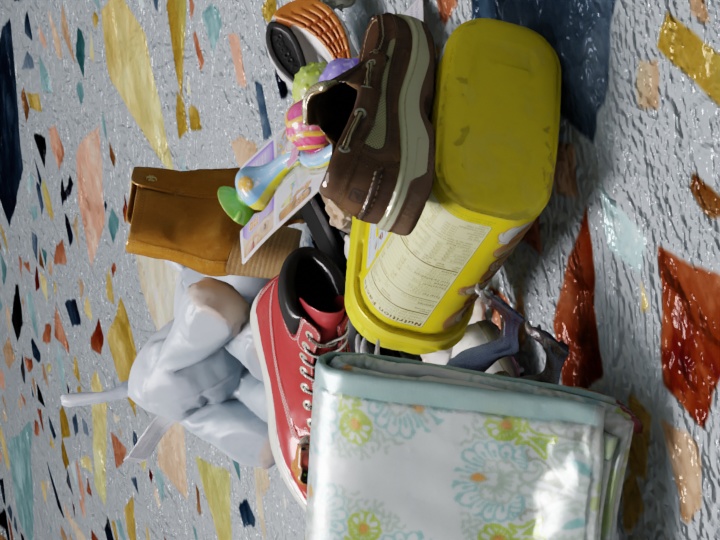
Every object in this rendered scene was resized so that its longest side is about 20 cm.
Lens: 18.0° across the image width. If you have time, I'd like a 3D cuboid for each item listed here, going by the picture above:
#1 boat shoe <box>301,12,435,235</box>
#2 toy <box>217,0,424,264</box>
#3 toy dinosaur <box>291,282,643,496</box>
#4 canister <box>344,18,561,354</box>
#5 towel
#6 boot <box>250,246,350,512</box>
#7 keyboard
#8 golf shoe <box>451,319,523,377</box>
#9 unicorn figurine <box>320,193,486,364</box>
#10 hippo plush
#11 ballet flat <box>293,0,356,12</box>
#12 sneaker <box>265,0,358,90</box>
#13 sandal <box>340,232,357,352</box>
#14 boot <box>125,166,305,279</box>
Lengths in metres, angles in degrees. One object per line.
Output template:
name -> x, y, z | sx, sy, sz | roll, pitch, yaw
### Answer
boat shoe -> 0.003, -0.104, 1.392 | 0.203, 0.074, 0.075 | -93, 21, -56
toy -> -0.033, -0.108, 1.598 | 0.200, 0.047, 0.116 | -45, 29, 28
toy dinosaur -> 0.045, 0.098, 1.428 | 0.182, 0.105, 0.200 | -52, 42, 7
canister -> 0.059, -0.052, 1.460 | 0.200, 0.086, 0.149 | 122, 158, -61
towel -> 0.062, 0.145, 1.390 | 0.048, 0.199, 0.172 | -41, -42, -66
boot -> -0.025, 0.089, 1.654 | 0.144, 0.072, 0.201 | 132, 122, -70
keyboard -> 0.000, 0.000, 1.723 | 0.201, 0.039, 0.104 | 65, 171, -23
golf shoe -> 0.068, 0.129, 1.560 | 0.073, 0.091, 0.201 | -127, 34, -58
unicorn figurine -> 0.037, 0.024, 1.618 | 0.137, 0.073, 0.201 | 116, 132, -74
hippo plush -> -0.103, 0.062, 1.842 | 0.200, 0.159, 0.161 | -38, 17, 32
ballet flat -> -0.016, -0.275, 1.665 | 0.201, 0.071, 0.072 | 95, 156, -43
sneaker -> -0.003, -0.107, 1.707 | 0.092, 0.075, 0.201 | 33, -145, -79
sandal -> -0.036, 0.062, 1.876 | 0.079, 0.059, 0.208 | -135, 39, -60
boot -> -0.109, -0.067, 1.803 | 0.202, 0.143, 0.071 | -77, 1, -55
